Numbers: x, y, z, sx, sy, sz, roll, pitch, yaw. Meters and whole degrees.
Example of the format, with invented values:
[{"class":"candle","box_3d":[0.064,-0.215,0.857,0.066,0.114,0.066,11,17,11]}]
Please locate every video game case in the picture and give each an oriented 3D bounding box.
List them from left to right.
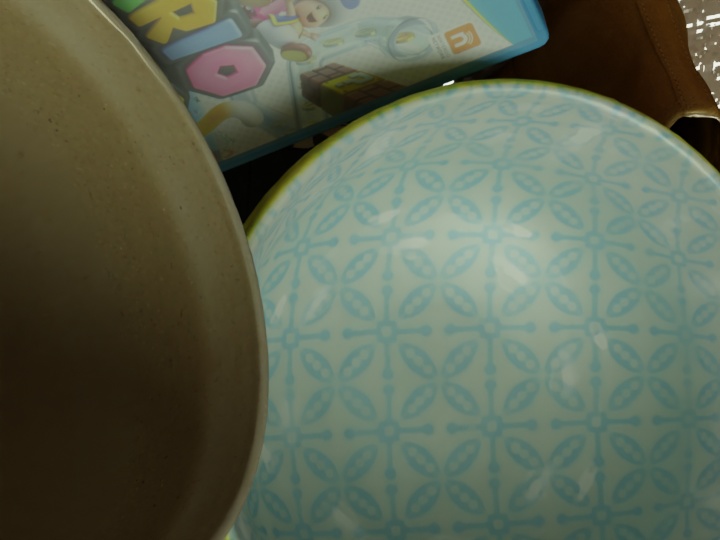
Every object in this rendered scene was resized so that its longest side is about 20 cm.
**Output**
[{"class":"video game case","box_3d":[-0.060,-0.082,0.736,0.200,0.018,0.143,-21,135,9]}]

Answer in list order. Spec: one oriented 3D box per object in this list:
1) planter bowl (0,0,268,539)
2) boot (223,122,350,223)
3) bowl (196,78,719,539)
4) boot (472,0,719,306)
[{"class":"planter bowl","box_3d":[-0.141,0.016,0.680,0.135,0.200,0.200,-24,141,35]},{"class":"boot","box_3d":[0.000,0.000,0.931,0.073,0.151,0.200,3,-178,30]},{"class":"bowl","box_3d":[0.031,0.042,0.807,0.200,0.108,0.200,0,90,-18]},{"class":"boot","box_3d":[0.075,-0.022,0.919,0.071,0.144,0.201,-2,135,-16]}]
